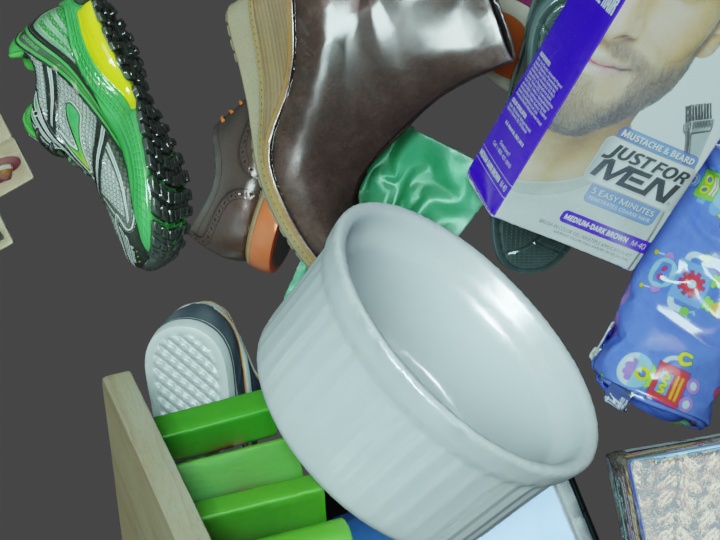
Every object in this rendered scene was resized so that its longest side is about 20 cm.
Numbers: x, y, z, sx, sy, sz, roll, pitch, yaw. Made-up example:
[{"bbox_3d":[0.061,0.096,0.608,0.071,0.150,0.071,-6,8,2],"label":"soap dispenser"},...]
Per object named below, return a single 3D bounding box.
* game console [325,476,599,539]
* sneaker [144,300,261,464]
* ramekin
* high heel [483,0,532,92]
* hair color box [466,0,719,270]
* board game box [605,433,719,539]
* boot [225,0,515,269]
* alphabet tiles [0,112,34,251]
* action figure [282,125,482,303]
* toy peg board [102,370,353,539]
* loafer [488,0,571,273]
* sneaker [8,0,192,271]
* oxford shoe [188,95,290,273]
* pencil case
[{"bbox_3d":[0.072,0.205,0.960,0.175,0.116,0.201,-22,83,3],"label":"game console"},{"bbox_3d":[-0.101,0.116,1.011,0.078,0.079,0.201,6,110,7],"label":"sneaker"},{"bbox_3d":[0.035,0.065,0.896,0.201,0.200,0.098,47,116,7],"label":"ramekin"},{"bbox_3d":[0.155,-0.150,1.032,0.200,0.096,0.068,29,129,20],"label":"high heel"},{"bbox_3d":[0.162,-0.109,0.911,0.109,0.065,0.200,19,113,-24],"label":"hair color box"},{"bbox_3d":[0.238,0.144,0.909,0.159,0.200,0.097,-11,84,5],"label":"board game box"},{"bbox_3d":[0.015,-0.101,0.931,0.166,0.072,0.201,-15,95,22],"label":"boot"},{"bbox_3d":[-0.331,-0.083,1.080,0.166,0.006,0.201,-29,83,2],"label":"alphabet tiles"},{"bbox_3d":[0.000,0.000,1.011,0.118,0.055,0.201,30,99,21],"label":"action figure"},{"bbox_3d":[-0.073,0.184,0.900,0.097,0.200,0.200,-12,121,-17],"label":"toy peg board"},{"bbox_3d":[0.123,-0.096,0.987,0.072,0.063,0.201,4,122,-7],"label":"loafer"},{"bbox_3d":[-0.175,-0.088,1.039,0.085,0.078,0.201,-26,74,9],"label":"sneaker"},{"bbox_3d":[-0.062,-0.104,1.027,0.072,0.071,0.201,16,87,11],"label":"oxford shoe"},{"bbox_3d":[0.213,0.002,0.986,0.087,0.078,0.201,20,87,15],"label":"pencil case"}]
